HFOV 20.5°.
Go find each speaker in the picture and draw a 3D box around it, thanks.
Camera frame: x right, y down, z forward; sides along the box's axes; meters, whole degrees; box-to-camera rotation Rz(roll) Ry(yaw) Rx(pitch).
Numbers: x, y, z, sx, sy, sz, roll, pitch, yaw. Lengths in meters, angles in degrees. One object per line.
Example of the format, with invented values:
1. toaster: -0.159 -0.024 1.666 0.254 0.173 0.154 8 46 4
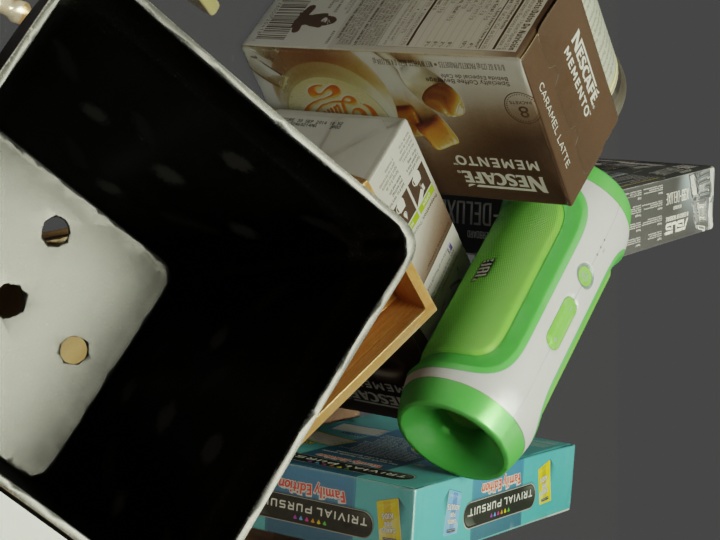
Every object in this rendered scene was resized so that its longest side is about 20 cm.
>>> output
1. speaker: 0.096 0.026 1.208 0.201 0.088 0.089 -60 140 -32

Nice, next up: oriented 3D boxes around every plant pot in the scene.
1. plant pot: -0.132 0.009 0.898 0.199 0.177 0.201 39 71 -22

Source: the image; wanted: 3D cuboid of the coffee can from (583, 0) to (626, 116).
1. coffee can: 0.079 -0.179 1.300 0.147 0.145 0.201 -58 139 -34

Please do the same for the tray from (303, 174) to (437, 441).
1. tray: -0.053 0.047 1.095 0.200 0.037 0.099 -43 126 -19

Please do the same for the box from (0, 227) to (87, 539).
1. box: -0.169 0.081 1.046 0.163 0.021 0.202 -13 107 -40

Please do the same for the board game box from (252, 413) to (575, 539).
1. board game box: 0.023 0.134 1.268 0.199 0.150 0.047 -7 102 -56

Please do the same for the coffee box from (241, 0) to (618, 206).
1. coffee box: 0.042 -0.113 1.207 0.080 0.199 0.115 -57 139 -34

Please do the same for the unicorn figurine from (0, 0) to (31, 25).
1. unicorn figurine: -0.219 -0.130 0.934 0.137 0.074 0.202 -21 99 -44

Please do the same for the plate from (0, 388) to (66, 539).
1. plate: -0.199 0.179 1.003 0.200 0.032 0.200 47 67 -37

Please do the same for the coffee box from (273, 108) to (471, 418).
1. coffee box: 0.000 0.000 1.242 0.080 0.112 0.201 -59 139 -32

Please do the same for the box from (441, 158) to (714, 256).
1. box: 0.139 -0.046 1.408 0.199 0.157 0.050 -15 108 -56

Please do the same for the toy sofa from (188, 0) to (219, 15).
1. toy sofa: -0.072 -0.251 1.078 0.201 0.097 0.083 -56 164 -4
